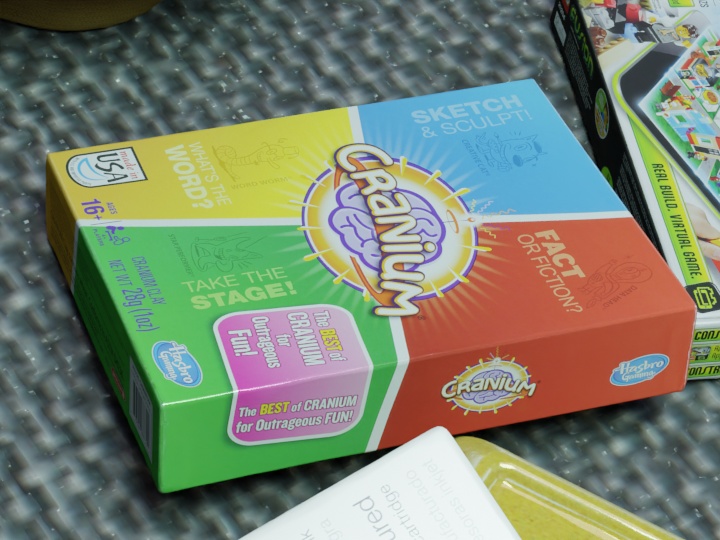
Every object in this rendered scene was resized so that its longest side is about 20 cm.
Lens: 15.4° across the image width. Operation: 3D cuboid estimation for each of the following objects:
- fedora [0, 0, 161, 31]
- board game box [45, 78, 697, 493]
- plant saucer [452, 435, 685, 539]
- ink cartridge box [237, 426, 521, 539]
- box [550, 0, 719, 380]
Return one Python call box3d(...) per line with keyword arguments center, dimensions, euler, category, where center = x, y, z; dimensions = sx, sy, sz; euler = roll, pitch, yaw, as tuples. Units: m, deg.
box3d(center=(-0.124, -0.154, 1.080), dimensions=(0.200, 0.082, 0.201), euler=(9, 44, -9), category="fedora")
box3d(center=(0.000, 0.000, 0.970), dimensions=(0.199, 0.040, 0.153), euler=(-10, 40, -18), category="board game box")
box3d(center=(0.069, 0.147, 0.861), dimensions=(0.199, 0.049, 0.200), euler=(25, 50, 14), category="plant saucer")
box3d(center=(-0.023, 0.162, 0.761), dimensions=(0.199, 0.083, 0.147), euler=(-29, 67, -12), category="ink cartridge box")
box3d(center=(0.152, -0.046, 1.059), dimensions=(0.109, 0.035, 0.201), euler=(-3, 49, -13), category="box")
